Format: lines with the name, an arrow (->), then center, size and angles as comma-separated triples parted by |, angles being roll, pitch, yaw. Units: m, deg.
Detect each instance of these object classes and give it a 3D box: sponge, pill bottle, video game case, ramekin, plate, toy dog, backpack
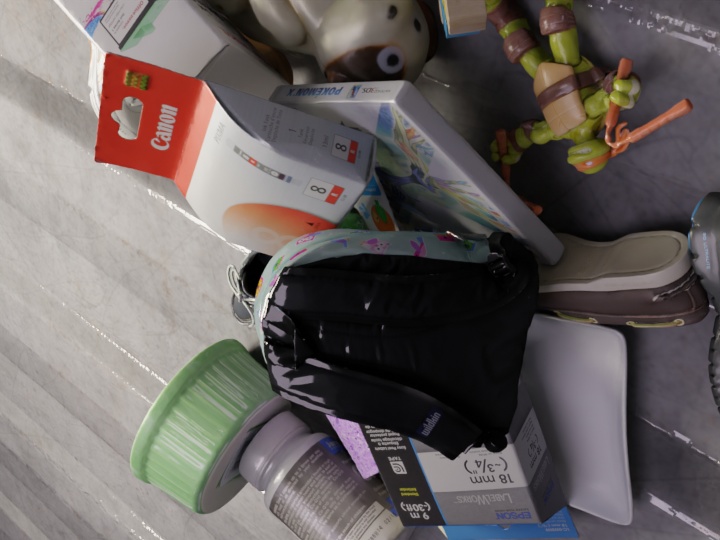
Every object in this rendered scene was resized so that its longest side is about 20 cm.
sponge -> -0.020, 0.127, 0.970 | 0.201, 0.030, 0.112 | 58, 153, 7
pill bottle -> -0.040, 0.263, 1.037 | 0.199, 0.114, 0.114 | 37, 136, 20
video game case -> 0.041, -0.077, 0.704 | 0.200, 0.022, 0.182 | 40, 166, -32
ramekin -> -0.171, 0.192, 1.069 | 0.097, 0.200, 0.201 | 33, 134, 17
plate -> 0.157, 0.115, 0.810 | 0.198, 0.032, 0.202 | 12, 122, 40
toy dog -> -0.035, -0.212, 0.720 | 0.200, 0.139, 0.195 | 39, 149, 21
backpack -> 0.019, 0.042, 0.668 | 0.127, 0.198, 0.169 | -132, 48, -78

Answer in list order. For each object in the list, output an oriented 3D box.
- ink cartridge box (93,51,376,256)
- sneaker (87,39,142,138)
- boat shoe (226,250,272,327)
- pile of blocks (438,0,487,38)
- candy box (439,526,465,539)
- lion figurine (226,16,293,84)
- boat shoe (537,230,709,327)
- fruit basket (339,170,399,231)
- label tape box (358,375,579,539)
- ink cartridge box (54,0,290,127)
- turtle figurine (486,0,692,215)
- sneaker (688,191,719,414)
ink cartridge box -> -0.105, -0.076, 0.680 | 0.198, 0.051, 0.162 | 14, 155, -14
sneaker -> -0.250, -0.229, 0.975 | 0.091, 0.076, 0.202 | 10, 122, 36
boat shoe -> -0.107, 0.012, 0.988 | 0.075, 0.062, 0.200 | 53, 140, 2
pile of blocks -> 0.082, -0.206, 0.601 | 0.061, 0.201, 0.083 | -7, 130, 6
candy box -> 0.069, 0.177, 0.914 | 0.102, 0.026, 0.202 | 35, 141, 61
lion figurine -> -0.111, -0.199, 0.852 | 0.199, 0.072, 0.123 | 36, 134, 21
boat shoe -> 0.176, 0.011, 0.698 | 0.199, 0.072, 0.060 | -2, 128, 52
fruit basket -> 0.000, 0.000, 0.803 | 0.185, 0.093, 0.201 | 14, 136, 61
label tape box -> 0.098, 0.185, 0.809 | 0.143, 0.063, 0.202 | -12, 110, 32
ink cartridge box -> -0.169, -0.208, 0.756 | 0.084, 0.145, 0.200 | -45, 78, 10
turtle figurine -> 0.149, -0.137, 0.632 | 0.200, 0.064, 0.163 | -25, 86, 66
sneaker -> 0.283, 0.043, 0.606 | 0.081, 0.073, 0.202 | -3, 113, 44
